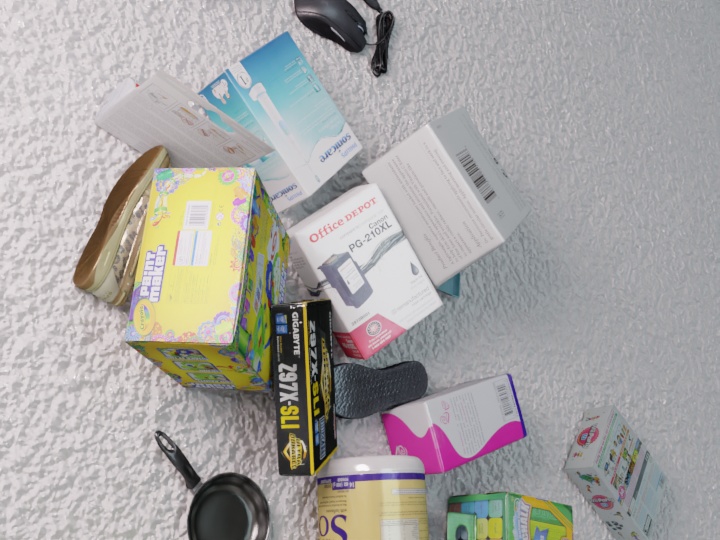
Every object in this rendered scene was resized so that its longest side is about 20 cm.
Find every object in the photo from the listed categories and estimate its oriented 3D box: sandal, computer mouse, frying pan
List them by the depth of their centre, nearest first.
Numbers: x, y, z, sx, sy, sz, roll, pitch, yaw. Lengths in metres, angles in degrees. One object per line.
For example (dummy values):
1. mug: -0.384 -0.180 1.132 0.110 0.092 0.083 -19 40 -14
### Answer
1. frying pan: -0.187 0.282 0.985 0.189 0.031 0.116 34 56 -25
2. sandal: 0.013 0.169 1.192 0.198 0.043 0.077 3 82 -40
3. computer mouse: -0.013 -0.422 1.359 0.199 0.046 0.142 28 60 -32

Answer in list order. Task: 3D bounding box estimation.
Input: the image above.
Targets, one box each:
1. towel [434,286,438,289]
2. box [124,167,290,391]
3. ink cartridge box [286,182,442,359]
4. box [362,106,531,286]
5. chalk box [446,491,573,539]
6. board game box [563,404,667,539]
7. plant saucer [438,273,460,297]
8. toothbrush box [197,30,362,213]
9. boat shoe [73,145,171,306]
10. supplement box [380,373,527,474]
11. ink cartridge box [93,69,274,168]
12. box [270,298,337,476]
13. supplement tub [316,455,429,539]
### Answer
1. towel: 0.082 -0.077 1.322 0.132 0.034 0.202 33 47 -25
2. box: -0.165 0.017 0.966 0.193 0.120 0.203 70 22 -66
3. ink cartridge box: 0.000 0.000 1.176 0.144 0.084 0.202 -33 100 -18
4. box: 0.133 -0.115 1.243 0.200 0.130 0.200 56 28 -2
5. chalk box: 0.207 0.399 1.233 0.198 0.123 0.127 20 63 -36
6. board game box: 0.465 0.369 1.514 0.201 0.064 0.148 52 48 -18
7. plant saucer: 0.086 -0.016 1.334 0.198 0.019 0.071 22 62 -34
8. toothbrush box: -0.110 -0.207 1.176 0.201 0.085 0.147 54 48 -13
9. boat shoe: -0.272 -0.056 0.999 0.062 0.073 0.202 37 65 -34
10. supplement box: 0.141 0.228 1.245 0.198 0.103 0.103 -9 82 -44
11. ink cartridge box: -0.207 -0.177 1.001 0.162 0.199 0.058 33 59 -29
12. box: -0.067 0.138 1.043 0.160 0.049 0.203 5 82 -80
13. supplement tub: 0.017 0.344 1.068 0.144 0.145 0.203 11 68 -38
